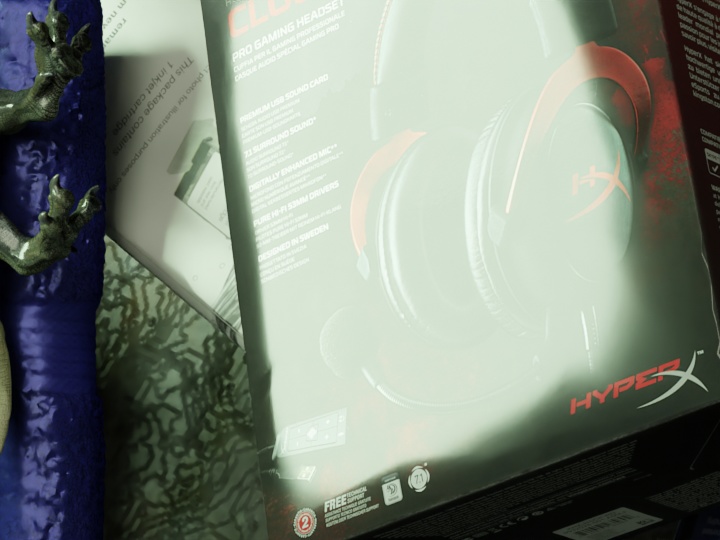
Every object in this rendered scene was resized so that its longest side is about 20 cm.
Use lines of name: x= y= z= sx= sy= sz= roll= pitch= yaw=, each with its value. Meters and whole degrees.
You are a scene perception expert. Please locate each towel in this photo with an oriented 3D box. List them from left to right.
towel: x=-0.144 y=0.013 z=0.921 sx=0.147 sy=0.050 sz=0.201 roll=-2 pitch=85 yaw=20

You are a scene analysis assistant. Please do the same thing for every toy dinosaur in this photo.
toy dinosaur: x=-0.117 y=-0.026 z=0.864 sx=0.088 sy=0.047 sz=0.200 roll=-24 pitch=78 yaw=32

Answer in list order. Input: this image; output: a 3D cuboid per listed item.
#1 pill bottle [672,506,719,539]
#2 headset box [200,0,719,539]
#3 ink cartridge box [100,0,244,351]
pill bottle: x=0.124 y=0.156 z=0.856 sx=0.112 sy=0.112 sz=0.200 roll=14 pitch=78 yaw=28
headset box: x=0.041 y=-0.027 z=0.795 sx=0.148 sy=0.075 sz=0.200 roll=-22 pitch=63 yaw=31
ink cartridge box: x=0.000 y=0.000 z=0.949 sx=0.200 sy=0.147 sz=0.083 roll=38 pitch=90 yaw=30
